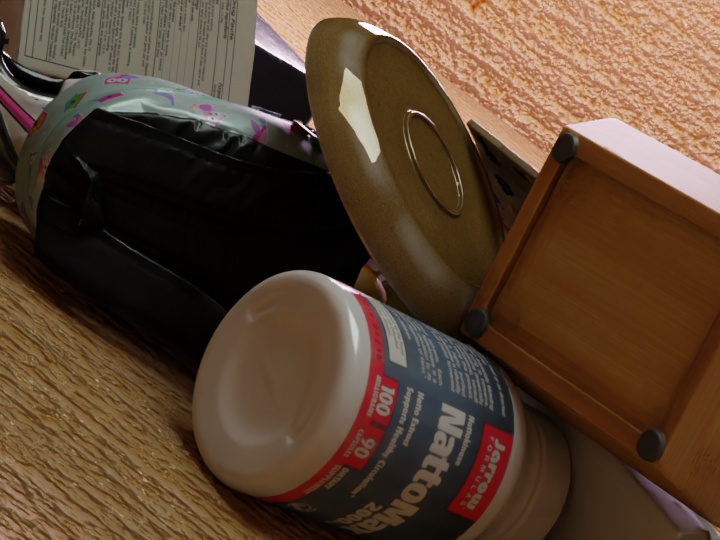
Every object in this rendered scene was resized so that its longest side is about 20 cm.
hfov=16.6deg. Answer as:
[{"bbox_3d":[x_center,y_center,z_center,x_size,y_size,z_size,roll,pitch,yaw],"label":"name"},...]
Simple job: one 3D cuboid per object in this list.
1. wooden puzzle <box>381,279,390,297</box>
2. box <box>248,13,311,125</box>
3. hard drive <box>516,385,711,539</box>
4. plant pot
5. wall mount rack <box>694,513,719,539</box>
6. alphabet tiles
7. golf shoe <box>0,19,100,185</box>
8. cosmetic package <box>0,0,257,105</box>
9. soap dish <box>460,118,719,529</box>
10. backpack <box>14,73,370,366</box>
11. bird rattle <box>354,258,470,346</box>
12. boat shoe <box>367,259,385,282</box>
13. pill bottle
[{"bbox_3d":[0.094,0.051,1.672,0.185,0.046,0.200,35,-23,-9],"label":"wooden puzzle"},{"bbox_3d":[-0.160,-0.176,1.900,0.199,0.118,0.197,29,12,-37],"label":"box"},{"bbox_3d":[0.126,0.150,1.366,0.026,0.133,0.200,1,25,-22],"label":"hard drive"},{"bbox_3d":[0.033,-0.056,1.387,0.200,0.027,0.201,50,27,-36],"label":"plant pot"},{"bbox_3d":[0.189,0.167,1.473,0.173,0.075,0.201,-13,-62,45],"label":"wall mount rack"},{"bbox_3d":[0.125,-0.006,1.499,0.166,0.006,0.200,42,-12,40],"label":"alphabet tiles"},{"bbox_3d":[-0.169,-0.070,1.482,0.199,0.092,0.073,33,10,-22],"label":"golf shoe"},{"bbox_3d":[-0.174,-0.162,1.681,0.199,0.104,0.087,13,-11,-42],"label":"cosmetic package"},{"bbox_3d":[0.153,0.019,1.306,0.081,0.158,0.200,21,10,-45],"label":"soap dish"},{"bbox_3d":[-0.100,-0.030,1.410,0.199,0.168,0.127,21,6,-21],"label":"backpack"},{"bbox_3d":[0.000,0.000,1.512,0.200,0.163,0.113,54,-2,33],"label":"bird rattle"},{"bbox_3d":[-0.036,-0.050,1.734,0.199,0.068,0.072,22,-13,23],"label":"boat shoe"},{"bbox_3d":[0.019,0.087,1.317,0.199,0.120,0.120,26,14,-41],"label":"pill bottle"}]
